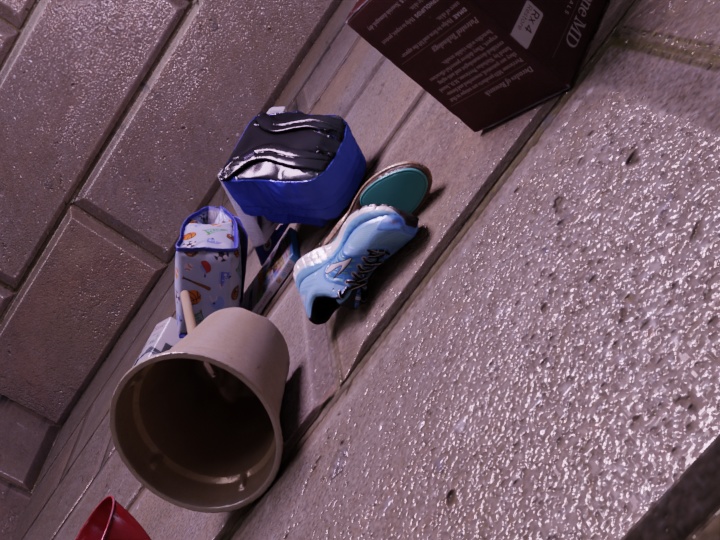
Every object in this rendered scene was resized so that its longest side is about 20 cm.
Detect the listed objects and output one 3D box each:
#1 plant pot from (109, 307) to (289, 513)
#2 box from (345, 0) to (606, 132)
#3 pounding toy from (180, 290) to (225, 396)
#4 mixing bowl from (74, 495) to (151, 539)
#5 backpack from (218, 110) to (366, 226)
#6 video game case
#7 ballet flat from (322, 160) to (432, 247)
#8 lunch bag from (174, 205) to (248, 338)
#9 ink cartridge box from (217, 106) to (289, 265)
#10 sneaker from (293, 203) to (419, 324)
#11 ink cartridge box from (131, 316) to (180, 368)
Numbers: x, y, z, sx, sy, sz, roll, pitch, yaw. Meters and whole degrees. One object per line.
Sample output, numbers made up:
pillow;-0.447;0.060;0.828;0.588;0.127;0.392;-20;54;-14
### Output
plant pot;-0.165;0.144;0.901;0.201;0.199;0.184;-49;8;23
box;0.124;-0.286;0.781;0.168;0.198;0.163;-63;19;-18
pounding toy;-0.225;0.139;1.098;0.183;0.141;0.203;-19;41;62
mixing bowl;-0.326;0.410;0.976;0.201;0.107;0.201;-49;19;23
backpack;-0.088;-0.160;1.206;0.196;0.168;0.165;2;59;32
video game case;-0.172;0.028;1.346;0.201;0.018;0.144;-54;18;13
ballet flat;0.019;-0.075;0.934;0.199;0.070;0.066;-41;13;35
lunch bag;-0.259;-0.003;1.325;0.201;0.121;0.174;-112;27;-65
ink cartridge box;-0.152;-0.147;1.336;0.040;0.202;0.201;3;45;28
sneaker;0.000;0.000;0.882;0.199;0.077;0.092;-39;49;39
ink cartridge box;-0.445;0.213;1.657;0.146;0.082;0.203;-23;38;60
